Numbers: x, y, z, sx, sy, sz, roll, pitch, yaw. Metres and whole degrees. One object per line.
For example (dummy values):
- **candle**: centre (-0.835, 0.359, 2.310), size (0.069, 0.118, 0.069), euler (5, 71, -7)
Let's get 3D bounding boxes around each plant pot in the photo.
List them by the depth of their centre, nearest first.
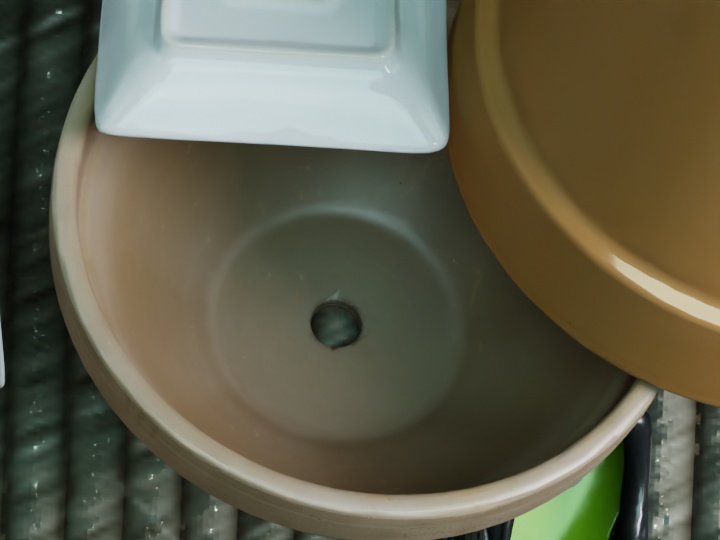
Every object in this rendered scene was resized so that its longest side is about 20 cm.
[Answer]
- **plant pot**: centre (0.133, -0.078, 0.698), size (0.199, 0.140, 0.201), euler (4, 61, -7)
- **plant pot**: centre (0.000, 0.000, 0.766), size (0.200, 0.093, 0.201), euler (4, 63, -8)

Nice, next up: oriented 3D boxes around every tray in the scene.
- **tray**: centre (-0.025, -0.121, 0.761), size (0.107, 0.022, 0.200), euler (4, 53, -4)

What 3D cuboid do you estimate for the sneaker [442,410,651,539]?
- **sneaker**: centre (0.048, 0.123, 0.787), size (0.071, 0.083, 0.200), euler (18, 87, -5)

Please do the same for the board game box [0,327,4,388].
- **board game box**: centre (-0.187, -0.056, 0.732), size (0.147, 0.064, 0.200), euler (-5, 58, -6)
